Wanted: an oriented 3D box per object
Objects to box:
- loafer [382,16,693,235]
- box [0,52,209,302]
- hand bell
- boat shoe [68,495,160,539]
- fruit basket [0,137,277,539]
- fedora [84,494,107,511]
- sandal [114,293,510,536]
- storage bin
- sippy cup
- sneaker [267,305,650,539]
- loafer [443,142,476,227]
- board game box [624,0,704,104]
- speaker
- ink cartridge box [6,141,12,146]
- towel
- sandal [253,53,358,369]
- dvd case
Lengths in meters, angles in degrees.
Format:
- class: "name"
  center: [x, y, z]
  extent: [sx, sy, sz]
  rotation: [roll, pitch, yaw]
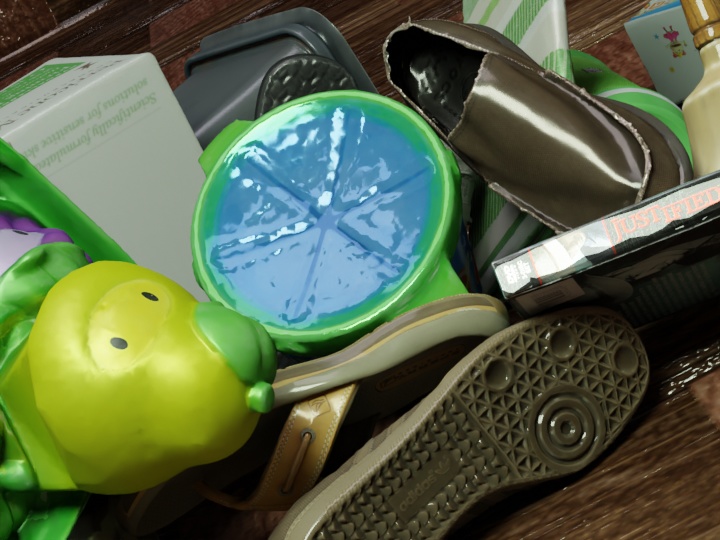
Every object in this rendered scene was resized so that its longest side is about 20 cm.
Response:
- class: "loafer"
  center: [0.075, -0.063, 1.171]
  extent: [0.071, 0.073, 0.200]
  rotation: [12, 16, -44]
- class: "box"
  center: [-0.186, 0.004, 1.440]
  extent: [0.199, 0.201, 0.171]
  rotation: [-33, 18, -22]
- class: "hand bell"
  center: [0.168, -0.119, 1.173]
  extent: [0.104, 0.201, 0.104]
  rotation: [-18, -10, -3]
- class: "boat shoe"
  center: [-0.126, 0.156, 1.103]
  extent: [0.068, 0.075, 0.200]
  rotation: [-29, 5, 2]
- class: "fruit basket"
  center: [-0.141, 0.042, 1.039]
  extent: [0.215, 0.155, 0.216]
  rotation: [-41, 20, 18]
- class: "fedora"
  center: [-0.128, 0.064, 1.234]
  extent: [0.200, 0.092, 0.201]
  rotation: [-28, -8, -4]
- class: "sandal"
  center: [-0.018, 0.074, 1.096]
  extent: [0.199, 0.054, 0.080]
  rotation: [-25, -20, -2]
- class: "storage bin"
  center: [-0.079, -0.063, 1.574]
  extent: [0.134, 0.146, 0.200]
  rotation: [-39, 15, -23]
- class: "sippy cup"
  center: [0.000, 0.000, 1.220]
  extent: [0.139, 0.130, 0.179]
  rotation: [-18, 60, 10]
- class: "sneaker"
  center: [0.035, 0.078, 1.066]
  extent: [0.200, 0.071, 0.075]
  rotation: [-33, 10, -23]
- class: "loafer"
  center: [0.015, -0.019, 1.363]
  extent: [0.069, 0.070, 0.200]
  rotation: [-1, -20, -14]
- class: "board game box"
  center: [0.277, -0.185, 1.501]
  extent: [0.147, 0.064, 0.200]
  rotation: [-12, 23, 46]
- class: "speaker"
  center: [0.126, -0.072, 1.357]
  extent: [0.088, 0.089, 0.200]
  rotation: [-29, 15, -2]
- class: "ink cartridge box"
  center: [-0.218, 0.067, 1.292]
  extent: [0.198, 0.201, 0.043]
  rotation: [-36, 19, -29]
- class: "towel"
  center: [0.086, -0.100, 1.293]
  extent: [0.023, 0.201, 0.153]
  rotation: [5, -26, -13]
- class: "sandal"
  center: [-0.038, -0.017, 1.329]
  extent: [0.075, 0.201, 0.045]
  rotation: [9, 4, -12]
- class: "dvd case"
  center: [0.165, -0.018, 1.083]
  extent: [0.199, 0.022, 0.146]
  rotation: [-24, -17, 9]
